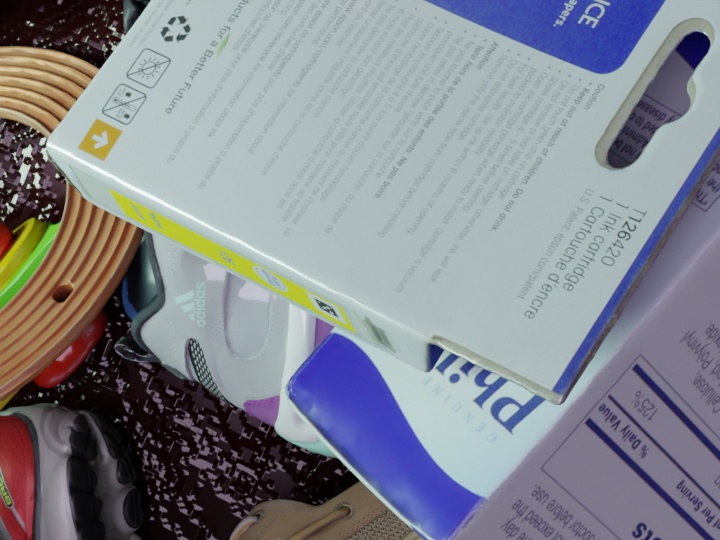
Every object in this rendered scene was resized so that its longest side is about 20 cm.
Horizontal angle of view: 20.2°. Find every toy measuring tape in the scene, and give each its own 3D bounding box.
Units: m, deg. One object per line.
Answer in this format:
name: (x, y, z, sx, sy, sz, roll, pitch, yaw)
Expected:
toy measuring tape: (-0.165, 0.041, 0.826, 0.074, 0.074, 0.200, 43, 94, 3)

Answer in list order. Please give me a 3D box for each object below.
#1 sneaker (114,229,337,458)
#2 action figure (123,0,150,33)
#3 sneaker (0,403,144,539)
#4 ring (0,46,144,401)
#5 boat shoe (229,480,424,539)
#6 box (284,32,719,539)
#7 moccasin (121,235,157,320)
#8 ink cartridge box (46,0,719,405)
sneaker: (-0.027, -0.045, 0.704, 0.140, 0.078, 0.200, 22, 96, -1)
action figure: (-0.038, -0.112, 0.768, 0.200, 0.102, 0.119, 13, 113, 8)
sneaker: (-0.133, 0.156, 0.854, 0.085, 0.077, 0.200, -3, 92, 24)
ring: (-0.171, -0.009, 0.791, 0.200, 0.201, 0.019, -13, 138, 14)
boat shoe: (-0.023, 0.125, 0.783, 0.200, 0.071, 0.065, -24, 57, -23)
box: (0.108, 0.031, 0.685, 0.200, 0.184, 0.105, -49, 43, -2)
moccasin: (0.000, 0.000, 0.787, 0.200, 0.080, 0.068, 6, 103, 10)
ink cartridge box: (0.033, -0.072, 0.637, 0.200, 0.047, 0.198, 28, 74, 26)
